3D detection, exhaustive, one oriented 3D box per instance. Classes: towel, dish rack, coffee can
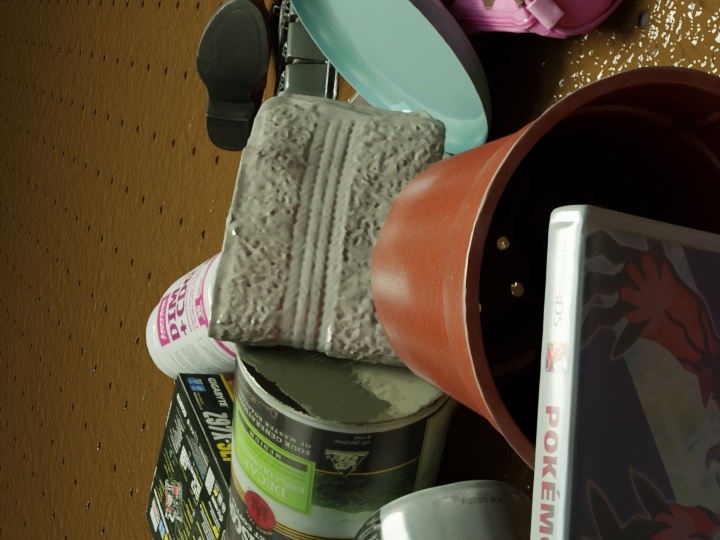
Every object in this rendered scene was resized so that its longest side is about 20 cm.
[{"bbox_3d":[-0.016,-0.033,0.747,0.035,0.132,0.201,98,180,-55],"label":"towel"},{"bbox_3d":[-0.055,-0.200,1.080,0.200,0.054,0.154,139,136,-78],"label":"dish rack"},{"bbox_3d":[-0.016,0.117,0.785,0.147,0.146,0.201,-115,24,-46],"label":"coffee can"}]

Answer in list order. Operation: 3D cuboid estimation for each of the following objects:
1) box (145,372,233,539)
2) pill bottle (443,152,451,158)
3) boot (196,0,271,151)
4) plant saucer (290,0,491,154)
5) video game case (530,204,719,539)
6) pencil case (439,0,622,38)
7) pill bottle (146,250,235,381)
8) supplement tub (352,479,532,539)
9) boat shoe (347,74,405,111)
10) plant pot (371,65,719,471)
[{"bbox_3d":[-0.132,0.206,1.011,0.200,0.049,0.160,-130,49,-56],"label":"box"},{"bbox_3d":[0.000,0.000,0.881,0.111,0.111,0.201,42,121,58],"label":"pill bottle"},{"bbox_3d":[-0.104,-0.247,1.135,0.189,0.068,0.201,91,-174,-55],"label":"boot"},{"bbox_3d":[0.023,-0.164,0.835,0.027,0.200,0.200,-46,26,-12],"label":"plant saucer"},{"bbox_3d":[0.150,0.078,0.477,0.023,0.199,0.183,-5,79,55],"label":"video game case"},{"bbox_3d":[0.092,-0.196,0.781,0.094,0.091,0.200,-43,24,-12],"label":"pencil case"},{"bbox_3d":[-0.129,0.046,1.111,0.200,0.113,0.114,-27,60,58],"label":"pill bottle"},{"bbox_3d":[0.070,0.234,0.672,0.123,0.122,0.201,-55,39,41],"label":"supplement tub"},{"bbox_3d":[-0.016,-0.096,0.991,0.200,0.059,0.072,-55,37,42],"label":"boat shoe"},{"bbox_3d":[0.106,0.007,0.610,0.195,0.200,0.202,-173,90,-71],"label":"plant pot"}]
